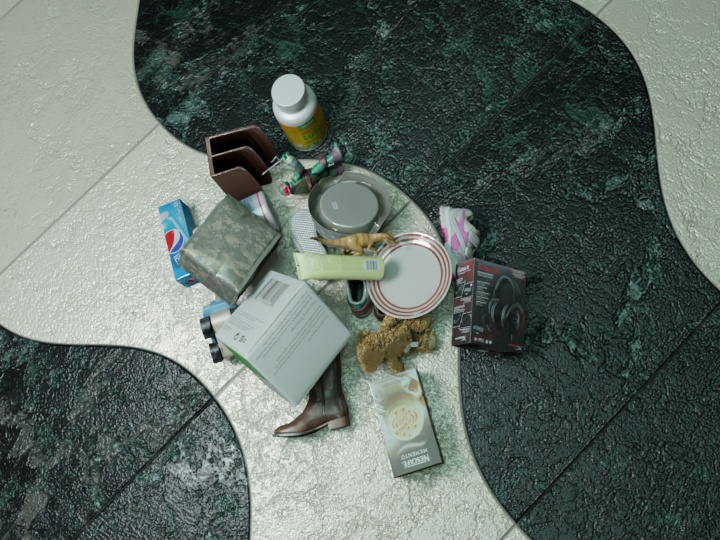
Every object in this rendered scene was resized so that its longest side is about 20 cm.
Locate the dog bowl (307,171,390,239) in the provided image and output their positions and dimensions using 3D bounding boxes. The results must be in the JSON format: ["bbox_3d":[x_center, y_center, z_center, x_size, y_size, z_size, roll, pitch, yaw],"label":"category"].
[{"bbox_3d":[-0.027,-0.141,1.537,0.194,0.059,0.204,1,51,-2],"label":"dog bowl"}]

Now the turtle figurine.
[{"bbox_3d":[-0.137,-0.235,1.579,0.196,0.150,0.103,-23,87,-8],"label":"turtle figurine"}]

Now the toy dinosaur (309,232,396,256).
[{"bbox_3d":[-0.021,-0.059,1.445,0.194,0.108,0.061,-5,47,-10],"label":"toy dinosaur"}]

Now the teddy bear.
[{"bbox_3d":[0.081,0.156,1.451,0.198,0.067,0.147,-34,112,-5],"label":"teddy bear"}]

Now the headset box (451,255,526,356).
[{"bbox_3d":[0.281,0.072,1.414,0.146,0.077,0.206,14,74,-24],"label":"headset box"}]

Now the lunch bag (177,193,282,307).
[{"bbox_3d":[-0.290,-0.053,1.470,0.163,0.118,0.202,36,61,-3],"label":"lunch bag"}]

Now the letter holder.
[{"bbox_3d":[-0.268,-0.247,1.568,0.138,0.200,0.103,-14,72,4],"label":"letter holder"}]

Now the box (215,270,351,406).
[{"bbox_3d":[-0.167,0.139,1.403,0.201,0.172,0.198,-51,29,-15],"label":"box"}]

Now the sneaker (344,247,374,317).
[{"bbox_3d":[0.000,0.000,1.508,0.068,0.094,0.206,0,74,9],"label":"sneaker"}]

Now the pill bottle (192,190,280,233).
[{"bbox_3d":[-0.300,-0.103,1.581,0.196,0.109,0.111,-25,71,2],"label":"pill bottle"}]

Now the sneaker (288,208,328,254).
[{"bbox_3d":[-0.122,-0.058,1.560,0.077,0.080,0.202,-19,47,-2],"label":"sneaker"}]

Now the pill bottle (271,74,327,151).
[{"bbox_3d":[-0.151,-0.386,1.588,0.108,0.200,0.114,-3,73,9],"label":"pill bottle"}]

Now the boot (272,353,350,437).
[{"bbox_3d":[-0.122,0.264,1.468,0.181,0.064,0.205,-10,76,-7],"label":"boot"}]

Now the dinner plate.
[{"bbox_3d":[0.108,0.011,1.444,0.195,0.024,0.206,-7,68,16],"label":"dinner plate"}]

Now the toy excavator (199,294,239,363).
[{"bbox_3d":[-0.330,0.092,1.538,0.097,0.200,0.199,-17,111,-9],"label":"toy excavator"}]

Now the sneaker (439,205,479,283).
[{"bbox_3d":[0.234,-0.059,1.492,0.086,0.081,0.206,-8,74,9],"label":"sneaker"}]

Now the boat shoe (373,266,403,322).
[{"bbox_3d":[0.087,0.024,1.500,0.069,0.070,0.204,17,76,15],"label":"boat shoe"}]

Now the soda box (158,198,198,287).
[{"bbox_3d":[-0.441,-0.068,1.616,0.063,0.068,0.204,-20,72,3],"label":"soda box"}]

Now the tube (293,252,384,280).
[{"bbox_3d":[-0.046,-0.007,1.402,0.195,0.058,0.054,1,93,-23],"label":"tube"}]

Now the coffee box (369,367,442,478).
[{"bbox_3d":[0.100,0.329,1.403,0.112,0.080,0.205,-18,72,4],"label":"coffee box"}]
